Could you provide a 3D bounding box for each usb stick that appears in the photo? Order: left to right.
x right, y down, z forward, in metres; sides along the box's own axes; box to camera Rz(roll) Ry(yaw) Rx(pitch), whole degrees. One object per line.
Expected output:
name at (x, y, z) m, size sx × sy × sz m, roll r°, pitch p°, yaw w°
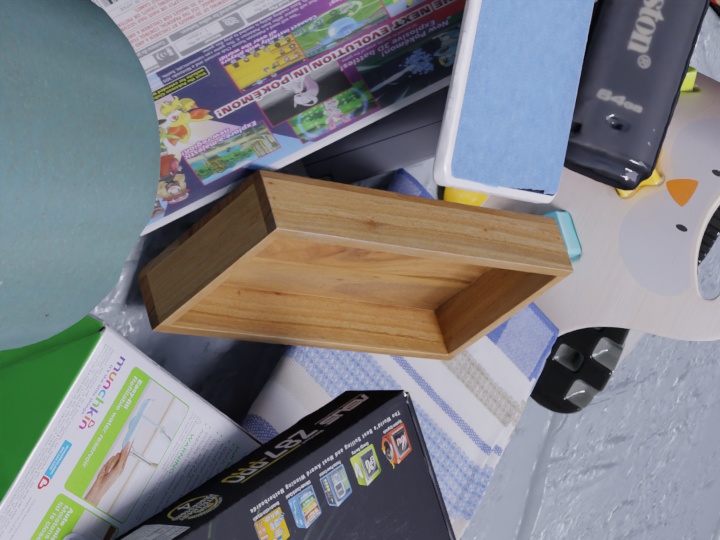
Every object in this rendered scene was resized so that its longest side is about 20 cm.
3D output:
usb stick at (0.145, -0.139, 1.178) m, size 0.033 × 0.055 × 0.200 m, roll 170°, pitch -60°, yaw -75°

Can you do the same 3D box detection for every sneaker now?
sneaker at (0.168, -0.007, 1.493) m, size 0.200 × 0.074 × 0.089 m, roll -56°, pitch 172°, yaw 32°

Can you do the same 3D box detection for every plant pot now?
plant pot at (-0.178, -0.046, 0.848) m, size 0.196 × 0.200 × 0.201 m, roll 5°, pitch 108°, yaw -65°

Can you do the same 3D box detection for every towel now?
towel at (0.023, 0.063, 1.285) m, size 0.147 × 0.024 × 0.200 m, roll 46°, pitch 54°, yaw -22°

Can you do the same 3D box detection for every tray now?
tray at (0.000, 0.000, 1.191) m, size 0.200 × 0.037 × 0.099 m, roll 7°, pitch 146°, yaw -43°

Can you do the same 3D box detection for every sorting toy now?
sorting toy at (0.162, -0.044, 1.360) m, size 0.200 × 0.180 × 0.107 m, roll -56°, pitch 149°, yaw -14°

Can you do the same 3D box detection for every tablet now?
tablet at (0.078, -0.132, 1.086) m, size 0.130 × 0.014 × 0.201 m, roll 6°, pitch 95°, yaw -63°

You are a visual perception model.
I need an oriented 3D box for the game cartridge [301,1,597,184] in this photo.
game cartridge at (0.077, -0.099, 1.245) m, size 0.200 × 0.133 × 0.041 m, roll -29°, pitch 104°, yaw -45°

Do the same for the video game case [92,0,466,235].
video game case at (-0.047, -0.107, 1.046) m, size 0.200 × 0.023 × 0.182 m, roll -26°, pitch 146°, yaw 5°

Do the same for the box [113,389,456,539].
box at (-0.030, 0.166, 1.106) m, size 0.200 × 0.049 × 0.162 m, roll -30°, pitch 109°, yaw -44°

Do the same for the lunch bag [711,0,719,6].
lunch bag at (0.186, -0.188, 1.307) m, size 0.082 × 0.176 × 0.200 m, roll -61°, pitch 171°, yaw 11°

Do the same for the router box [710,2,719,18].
router box at (0.266, -0.226, 1.509) m, size 0.149 × 0.051 × 0.200 m, roll -64°, pitch 149°, yaw -4°

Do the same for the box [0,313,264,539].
box at (-0.154, 0.123, 1.084) m, size 0.200 × 0.097 × 0.176 m, roll -60°, pitch 150°, yaw -8°
